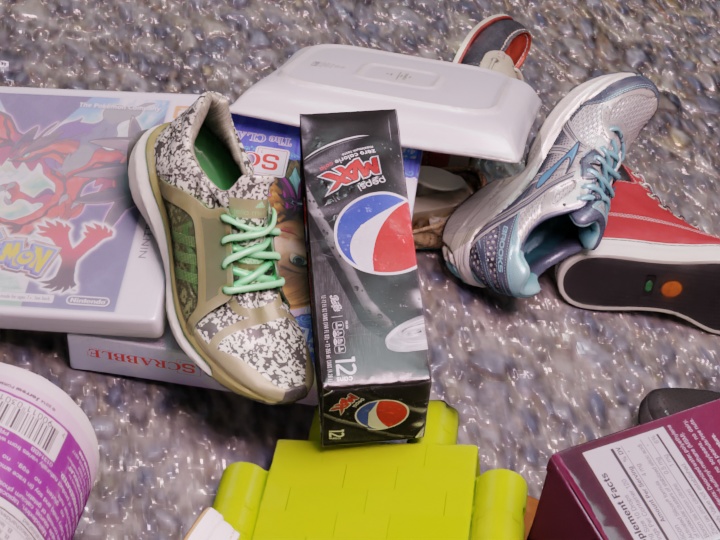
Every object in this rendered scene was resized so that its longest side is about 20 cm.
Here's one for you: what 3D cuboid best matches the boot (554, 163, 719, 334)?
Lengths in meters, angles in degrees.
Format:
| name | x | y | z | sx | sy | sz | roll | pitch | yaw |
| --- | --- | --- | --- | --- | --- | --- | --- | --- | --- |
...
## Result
| name | x | y | z | sx | sy | sz | roll | pitch | yaw |
| --- | --- | --- | --- | --- | --- | --- | --- | --- | --- |
| boot | 0.242 | -0.028 | 1.167 | 0.199 | 0.073 | 0.145 | 10 | 39 | -4 |

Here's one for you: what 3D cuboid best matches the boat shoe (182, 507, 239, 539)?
| name | x | y | z | sx | sy | sz | roll | pitch | yaw |
| --- | --- | --- | --- | --- | --- | --- | --- | --- | --- |
| boat shoe | -0.084 | 0.213 | 0.773 | 0.069 | 0.071 | 0.201 | 17 | 49 | -2 |

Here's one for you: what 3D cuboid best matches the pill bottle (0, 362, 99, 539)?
| name | x | y | z | sx | sy | sz | roll | pitch | yaw |
| --- | --- | --- | --- | --- | --- | --- | --- | --- | --- |
| pill bottle | -0.209 | 0.147 | 0.764 | 0.112 | 0.113 | 0.200 | 17 | 40 | -1 |

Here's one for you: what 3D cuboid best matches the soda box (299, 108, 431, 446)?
| name | x | y | z | sx | sy | sz | roll | pitch | yaw |
| --- | --- | --- | --- | --- | --- | --- | --- | --- | --- |
| soda box | 0.000 | 0.000 | 0.926 | 0.063 | 0.071 | 0.201 | -4 | 56 | -4 |

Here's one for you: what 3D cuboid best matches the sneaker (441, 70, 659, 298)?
| name | x | y | z | sx | sy | sz | roll | pitch | yaw |
| --- | --- | --- | --- | --- | --- | --- | --- | --- | --- |
| sneaker | 0.154 | -0.054 | 1.097 | 0.200 | 0.078 | 0.086 | -47 | 43 | -8 |

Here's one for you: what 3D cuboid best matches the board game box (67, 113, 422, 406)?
| name | x | y | z | sx | sy | sz | roll | pitch | yaw |
| --- | --- | --- | --- | --- | --- | --- | --- | --- | --- |
| board game box | -0.068 | -0.014 | 0.999 | 0.199 | 0.041 | 0.200 | 8 | 55 | 1 |

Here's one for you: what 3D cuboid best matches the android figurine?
| name | x | y | z | sx | sy | sz | roll | pitch | yaw |
| --- | --- | --- | --- | --- | --- | --- | --- | --- | --- |
| android figurine | 0.002 | 0.149 | 0.867 | 0.181 | 0.041 | 0.200 | 2 | 39 | 11 |

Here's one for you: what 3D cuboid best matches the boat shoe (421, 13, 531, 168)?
| name | x | y | z | sx | sy | sz | roll | pitch | yaw |
| --- | --- | --- | --- | --- | --- | --- | --- | --- | --- |
| boat shoe | 0.095 | -0.136 | 1.226 | 0.062 | 0.071 | 0.200 | 17 | 44 | 23 |

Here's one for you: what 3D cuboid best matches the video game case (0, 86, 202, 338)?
| name | x | y | z | sx | sy | sz | roll | pitch | yaw |
| --- | --- | --- | --- | --- | --- | --- | --- | --- | --- |
| video game case | -0.205 | -0.043 | 0.977 | 0.199 | 0.023 | 0.183 | 3 | 54 | 8 |

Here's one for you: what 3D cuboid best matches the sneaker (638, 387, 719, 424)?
| name | x | y | z | sx | sy | sz | roll | pitch | yaw |
| --- | --- | --- | --- | --- | --- | --- | --- | --- | --- |
| sneaker | 0.291 | 0.091 | 1.012 | 0.199 | 0.116 | 0.076 | 17 | 40 | -2 |

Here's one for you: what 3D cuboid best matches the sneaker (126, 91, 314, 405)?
| name | x | y | z | sx | sy | sz | roll | pitch | yaw |
| --- | --- | --- | --- | --- | --- | --- | --- | --- | --- |
| sneaker | -0.075 | -0.018 | 0.901 | 0.077 | 0.089 | 0.201 | -13 | 68 | -35 |

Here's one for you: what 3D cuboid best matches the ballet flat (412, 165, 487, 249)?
| name | x | y | z | sx | sy | sz | roll | pitch | yaw |
| --- | --- | --- | --- | --- | --- | --- | --- | --- | --- |
| ballet flat | 0.007 | -0.043 | 1.097 | 0.199 | 0.065 | 0.071 | -13 | 50 | -32 |

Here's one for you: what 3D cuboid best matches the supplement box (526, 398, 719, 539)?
| name | x | y | z | sx | sy | sz | roll | pitch | yaw |
| --- | --- | --- | --- | --- | --- | --- | --- | --- | --- |
| supplement box | 0.198 | 0.134 | 0.847 | 0.199 | 0.111 | 0.086 | -16 | 53 | -20 |

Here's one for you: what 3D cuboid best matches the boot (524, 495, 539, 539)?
| name | x | y | z | sx | sy | sz | roll | pitch | yaw |
| --- | --- | --- | --- | --- | --- | --- | --- | --- | --- |
| boot | 0.150 | 0.163 | 0.933 | 0.199 | 0.069 | 0.189 | 15 | 50 | 3 |

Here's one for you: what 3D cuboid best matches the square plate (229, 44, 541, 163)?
| name | x | y | z | sx | sy | sz | roll | pitch | yaw |
| --- | --- | --- | --- | --- | --- | --- | --- | --- | --- |
| square plate | 0.026 | -0.125 | 1.090 | 0.197 | 0.029 | 0.200 | 11 | 19 | 8 |
